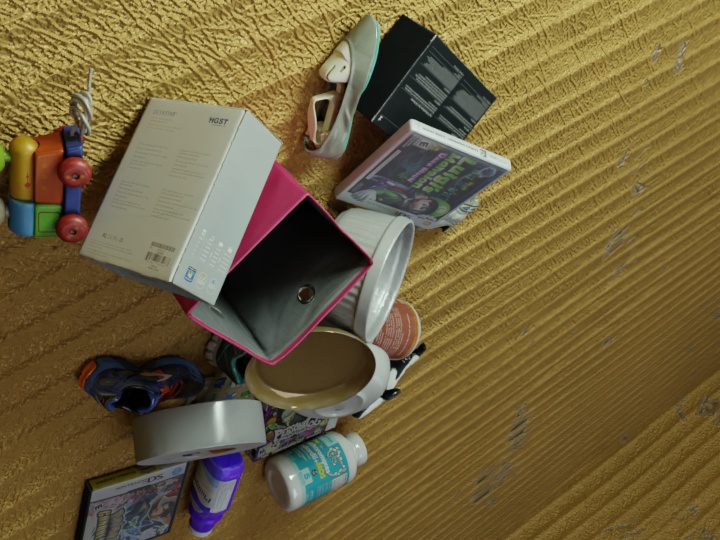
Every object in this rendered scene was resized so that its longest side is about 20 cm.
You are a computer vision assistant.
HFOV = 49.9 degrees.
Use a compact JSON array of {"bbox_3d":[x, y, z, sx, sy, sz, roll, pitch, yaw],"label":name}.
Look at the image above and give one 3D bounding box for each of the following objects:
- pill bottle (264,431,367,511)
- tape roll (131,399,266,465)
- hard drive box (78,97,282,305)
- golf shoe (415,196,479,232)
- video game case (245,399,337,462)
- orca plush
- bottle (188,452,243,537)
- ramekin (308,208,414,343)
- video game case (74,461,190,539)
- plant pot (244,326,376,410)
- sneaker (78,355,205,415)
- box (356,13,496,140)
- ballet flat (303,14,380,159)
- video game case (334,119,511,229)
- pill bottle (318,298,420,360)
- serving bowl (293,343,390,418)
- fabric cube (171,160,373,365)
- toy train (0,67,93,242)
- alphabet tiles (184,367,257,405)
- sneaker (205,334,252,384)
[{"bbox_3d":[-0.085,0.394,1.555,0.199,0.111,0.111,-18,137,-34],"label":"pill bottle"},{"bbox_3d":[-0.246,0.250,1.188,0.198,0.067,0.200,-9,164,-3],"label":"tape roll"},{"bbox_3d":[-0.199,-0.081,0.856,0.077,0.155,0.201,37,71,-55],"label":"hard drive box"},{"bbox_3d":[0.116,-0.103,1.288,0.199,0.078,0.097,9,125,-48],"label":"golf shoe"},{"bbox_3d":[-0.112,0.254,1.443,0.199,0.036,0.182,-15,135,-39],"label":"video game case"},{"bbox_3d":[0.045,0.199,1.526,0.199,0.105,0.071,-36,113,-8],"label":"orca plush"},{"bbox_3d":[-0.268,0.400,1.398,0.065,0.084,0.201,-8,132,-41],"label":"bottle"},{"bbox_3d":[0.000,0.000,1.188,0.200,0.104,0.202,21,90,-77],"label":"ramekin"},{"bbox_3d":[-0.395,0.411,1.331,0.180,0.026,0.201,-9,131,-40],"label":"video game case"},{"bbox_3d":[-0.076,0.145,1.168,0.198,0.028,0.201,-6,138,-5],"label":"plant pot"},{"bbox_3d":[-0.310,0.176,1.132,0.199,0.078,0.076,5,123,-47],"label":"sneaker"},{"bbox_3d":[0.089,-0.247,1.107,0.142,0.079,0.200,-54,145,9],"label":"box"},{"bbox_3d":[-0.030,-0.236,1.012,0.063,0.068,0.201,-2,127,-31],"label":"ballet flat"},{"bbox_3d":[0.088,-0.133,1.137,0.181,0.024,0.200,16,148,-29],"label":"video game case"},{"bbox_3d":[0.007,0.099,1.346,0.199,0.112,0.113,9,119,-50],"label":"pill bottle"},{"bbox_3d":[-0.042,0.198,1.300,0.198,0.066,0.201,-8,146,-6],"label":"serving bowl"},{"bbox_3d":[-0.142,-0.037,0.983,0.196,0.199,0.200,-45,145,0],"label":"fabric cube"},{"bbox_3d":[-0.343,-0.123,0.803,0.115,0.085,0.201,-3,129,-27],"label":"toy train"},{"bbox_3d":[-0.214,0.213,1.330,0.199,0.006,0.167,0,126,-45],"label":"alphabet tiles"},{"bbox_3d":[-0.172,0.089,1.173,0.077,0.091,0.201,-13,134,-38],"label":"sneaker"}]
